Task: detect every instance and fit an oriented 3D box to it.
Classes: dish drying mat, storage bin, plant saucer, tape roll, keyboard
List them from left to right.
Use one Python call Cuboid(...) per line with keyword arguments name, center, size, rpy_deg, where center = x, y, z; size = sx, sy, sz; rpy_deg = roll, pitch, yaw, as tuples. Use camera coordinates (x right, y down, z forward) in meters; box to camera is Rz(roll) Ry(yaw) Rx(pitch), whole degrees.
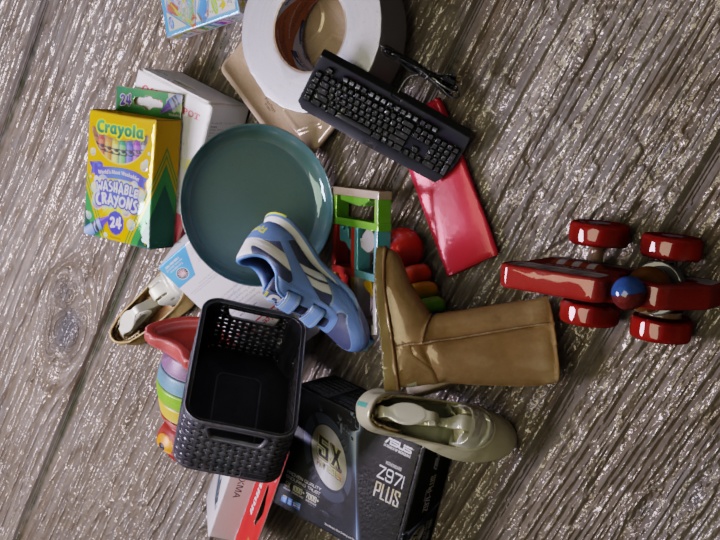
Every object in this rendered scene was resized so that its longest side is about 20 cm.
Cuboid(name="storage bin", center=(-0.145, 0.144, 1.423), size=(0.134, 0.201, 0.094), rpy_deg=(13, 133, -9))
Cuboid(name="plant saucer", center=(-0.130, -0.081, 1.452), size=(0.027, 0.198, 0.202), rpy_deg=(174, 88, -67))
Cuboid(name="tape roll", center=(-0.046, -0.289, 1.416), size=(0.198, 0.066, 0.203), rpy_deg=(1, 93, 29))
Cuboid(name="keyboard", center=(0.038, -0.195, 1.351), size=(0.199, 0.021, 0.128), rpy_deg=(27, 114, -6))
Cuboid(name="dish drying mat", center=(0.102, -0.100, 1.400), size=(0.076, 0.018, 0.202), rpy_deg=(-24, 82, 33))

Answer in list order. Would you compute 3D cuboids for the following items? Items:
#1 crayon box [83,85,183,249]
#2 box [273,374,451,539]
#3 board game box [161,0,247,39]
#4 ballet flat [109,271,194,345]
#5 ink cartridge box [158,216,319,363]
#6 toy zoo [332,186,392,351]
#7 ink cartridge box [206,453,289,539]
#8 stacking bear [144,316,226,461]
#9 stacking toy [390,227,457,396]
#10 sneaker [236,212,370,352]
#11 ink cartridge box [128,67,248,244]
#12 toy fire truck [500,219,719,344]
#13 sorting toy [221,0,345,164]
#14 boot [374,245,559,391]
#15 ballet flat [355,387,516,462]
Cuboid(name="crayon box", center=(-0.302, -0.138, 1.547), size=(0.125, 0.051, 0.202), rpy_deg=(12, 102, 33))
Cuboid(name="box", center=(0.002, 0.247, 1.462), size=(0.199, 0.086, 0.165), rpy_deg=(23, 107, 30))
Cuboid(name="board game box", center=(-0.217, -0.426, 1.570), size=(0.133, 0.034, 0.202), rpy_deg=(-9, 90, 34))
Cuboid(name="ballet flat", center=(-0.285, 0.046, 1.648), size=(0.200, 0.063, 0.069), rpy_deg=(-45, 71, 29))
Cuboid(name="ink cartridge box", center=(-0.147, 0.019, 1.522), size=(0.115, 0.068, 0.200), rpy_deg=(-36, 107, 31))
Cuboid(name="toy zoo", center=(0.000, 0.000, 1.439), size=(0.131, 0.020, 0.202), rpy_deg=(-165, 74, -63))
Cuboid(name="ink cartridge box", center=(-0.151, 0.270, 1.532), size=(0.176, 0.044, 0.202), rpy_deg=(-114, 41, -65))
Cuboid(name="stacking bear", center=(-0.232, 0.176, 1.601), size=(0.121, 0.113, 0.202), rpy_deg=(28, 121, 32))
Cuboid(name="stacking toy", center=(0.068, 0.045, 1.405), size=(0.085, 0.085, 0.202), rpy_deg=(-25, 77, 33))
Cuboid(name="sneaker", center=(-0.070, 0.028, 1.406), size=(0.200, 0.082, 0.074), rpy_deg=(48, 147, 2))
Cuboid(name="ink cartridge box", center=(-0.249, -0.156, 1.590), size=(0.144, 0.083, 0.202), rpy_deg=(28, 111, 29))
Cuboid(name="toy fire truck", center=(0.263, 0.015, 1.212), size=(0.198, 0.167, 0.113), rpy_deg=(12, 102, 32))
Cuboid(name="sorting toy", center=(-0.066, -0.266, 1.489), size=(0.200, 0.036, 0.186), rpy_deg=(-45, 71, 24))
Cuboid(name="boot", center=(0.118, 0.051, 1.335), size=(0.198, 0.066, 0.177), rpy_deg=(-6, 85, 2))
Cuboid(name="ballet flat", center=(0.092, 0.177, 1.344), size=(0.198, 0.070, 0.070), rpy_deg=(11, 104, -8))
